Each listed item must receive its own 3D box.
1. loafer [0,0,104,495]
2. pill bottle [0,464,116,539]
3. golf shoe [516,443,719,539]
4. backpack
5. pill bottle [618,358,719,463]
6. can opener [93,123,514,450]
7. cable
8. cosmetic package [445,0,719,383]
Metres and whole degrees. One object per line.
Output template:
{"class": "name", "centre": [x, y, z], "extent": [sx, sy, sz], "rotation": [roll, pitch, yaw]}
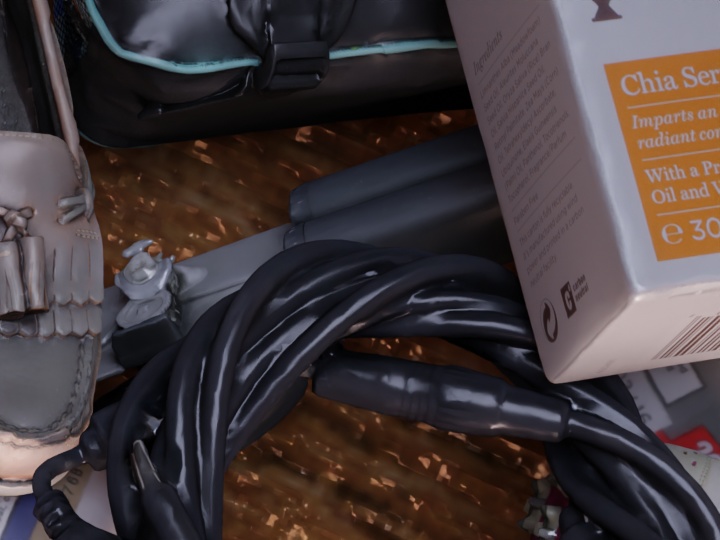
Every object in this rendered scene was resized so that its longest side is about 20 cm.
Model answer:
{"class": "loafer", "centre": [-0.110, -0.036, 0.841], "extent": [0.072, 0.063, 0.201], "rotation": [5, 53, -27]}
{"class": "pill bottle", "centre": [-0.171, 0.061, 0.856], "extent": [0.199, 0.111, 0.111], "rotation": [24, 71, -4]}
{"class": "golf shoe", "centre": [0.075, 0.139, 0.832], "extent": [0.091, 0.075, 0.201], "rotation": [18, 70, -7]}
{"class": "backpack", "centre": [-0.024, -0.144, 0.922], "extent": [0.175, 0.153, 0.201], "rotation": [-8, 84, -14]}
{"class": "pill bottle", "centre": [0.164, -0.011, 0.886], "extent": [0.114, 0.200, 0.114], "rotation": [36, 38, -34]}
{"class": "can opener", "centre": [0.000, 0.000, 0.910], "extent": [0.199, 0.053, 0.067], "rotation": [-23, 118, 14]}
{"class": "cable", "centre": [0.020, 0.089, 0.789], "extent": [0.163, 0.051, 0.200], "rotation": [-33, 73, -24]}
{"class": "cosmetic package", "centre": [0.081, -0.080, 0.812], "extent": [0.101, 0.071, 0.201], "rotation": [-9, 72, -19]}
